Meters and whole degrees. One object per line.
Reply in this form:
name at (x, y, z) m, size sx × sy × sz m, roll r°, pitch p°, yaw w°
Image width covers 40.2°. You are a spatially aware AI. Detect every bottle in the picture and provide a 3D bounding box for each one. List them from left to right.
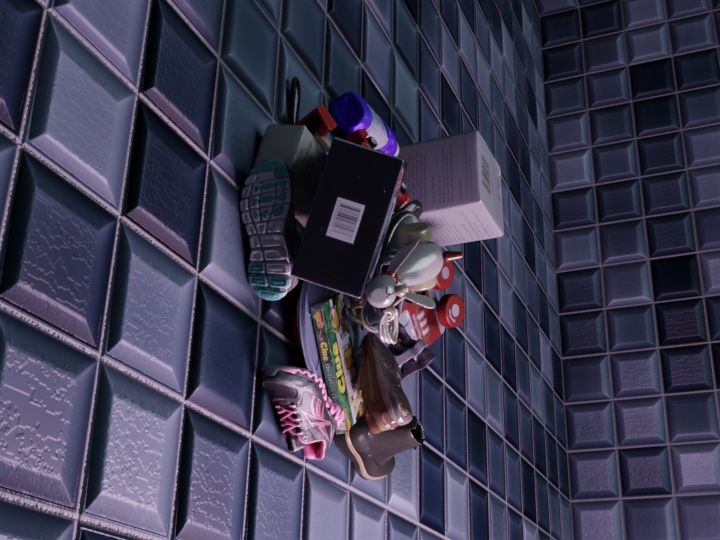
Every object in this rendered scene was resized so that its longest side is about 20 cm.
bottle at (0.016, -0.256, 1.812) m, size 0.084 × 0.065 × 0.200 m, roll 62°, pitch 13°, yaw 25°

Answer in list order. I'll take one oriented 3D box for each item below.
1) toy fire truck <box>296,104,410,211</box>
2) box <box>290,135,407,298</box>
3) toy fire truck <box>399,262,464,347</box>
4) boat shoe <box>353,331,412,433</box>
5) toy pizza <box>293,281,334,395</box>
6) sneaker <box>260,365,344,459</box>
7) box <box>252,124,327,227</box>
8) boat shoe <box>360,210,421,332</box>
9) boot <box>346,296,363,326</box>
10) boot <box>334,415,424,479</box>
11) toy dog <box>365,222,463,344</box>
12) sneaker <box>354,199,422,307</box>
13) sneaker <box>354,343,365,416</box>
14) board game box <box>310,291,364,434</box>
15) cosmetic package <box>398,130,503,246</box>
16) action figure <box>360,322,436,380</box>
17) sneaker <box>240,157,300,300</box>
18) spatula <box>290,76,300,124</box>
toy fire truck at (-0.007, -0.175, 1.591) m, size 0.200 × 0.049 × 0.141 m, roll 57°, pitch 26°, yaw 1°
box at (-0.011, -0.077, 1.403) m, size 0.182 × 0.104 × 0.200 m, roll -54°, pitch 161°, yaw -84°
toy fire truck at (0.102, 0.063, 1.888) m, size 0.168 × 0.112 × 0.200 m, roll -40°, pitch 119°, yaw -45°
boat shoe at (0.021, 0.172, 1.528) m, size 0.076 × 0.072 × 0.200 m, roll 49°, pitch 15°, yaw -31°
toy pizza at (-0.063, 0.096, 1.531) m, size 0.200 × 0.032 × 0.200 m, roll -8°, pitch 90°, yaw -72°
sneaker at (-0.086, 0.204, 1.391) m, size 0.200 × 0.079 × 0.095 m, roll 54°, pitch 45°, yaw -47°
box at (-0.081, -0.136, 1.507) m, size 0.200 × 0.068 × 0.082 m, roll 49°, pitch 52°, yaw -55°
boat shoe at (0.057, -0.001, 1.506) m, size 0.200 × 0.073 × 0.062 m, roll -71°, pitch -165°, yaw -13°
boot at (0.000, 0.000, 1.627) m, size 0.200 × 0.072 × 0.155 m, roll 43°, pitch 40°, yaw -30°
boot at (0.056, 0.292, 1.616) m, size 0.200 × 0.138 × 0.078 m, roll 48°, pitch 38°, yaw -56°
toy dog at (0.084, 0.003, 1.402) m, size 0.200 × 0.096 × 0.132 m, roll -67°, pitch 145°, yaw -45°
sneaker at (0.052, -0.014, 1.577) m, size 0.200 × 0.076 × 0.116 m, roll -44°, pitch 95°, yaw -19°
sneaker at (0.037, 0.209, 1.689) m, size 0.082 × 0.075 × 0.200 m, roll -73°, pitch 152°, yaw -62°
board game box at (-0.033, 0.140, 1.518) m, size 0.105 × 0.023 × 0.200 m, roll -33°, pitch 114°, yaw -68°
cosmetic package at (0.171, -0.159, 1.997) m, size 0.166 × 0.200 × 0.168 m, roll 43°, pitch 43°, yaw -58°
action figure at (0.047, 0.094, 1.735) m, size 0.200 × 0.069 × 0.130 m, roll 59°, pitch 29°, yaw 9°
sneaker at (-0.121, -0.058, 1.403) m, size 0.091 × 0.077 × 0.200 m, roll 6°, pitch 85°, yaw -75°
spatula at (-0.100, -0.214, 1.571) m, size 0.057 × 0.021 × 0.200 m, roll 16°, pitch 66°, yaw -61°
